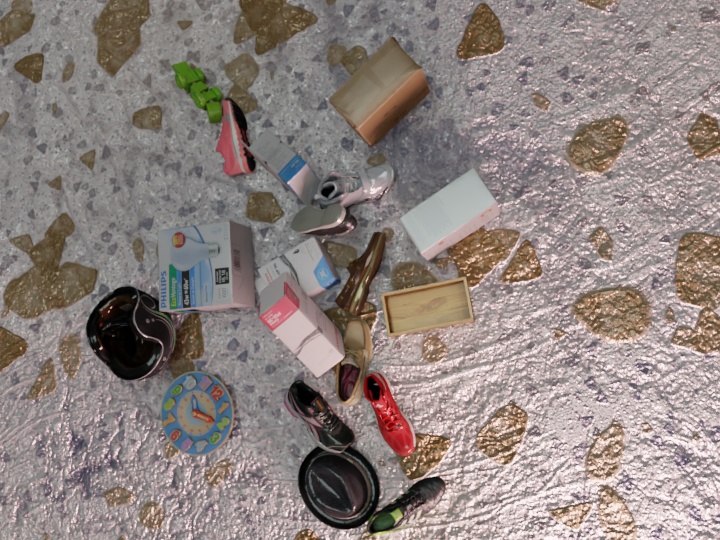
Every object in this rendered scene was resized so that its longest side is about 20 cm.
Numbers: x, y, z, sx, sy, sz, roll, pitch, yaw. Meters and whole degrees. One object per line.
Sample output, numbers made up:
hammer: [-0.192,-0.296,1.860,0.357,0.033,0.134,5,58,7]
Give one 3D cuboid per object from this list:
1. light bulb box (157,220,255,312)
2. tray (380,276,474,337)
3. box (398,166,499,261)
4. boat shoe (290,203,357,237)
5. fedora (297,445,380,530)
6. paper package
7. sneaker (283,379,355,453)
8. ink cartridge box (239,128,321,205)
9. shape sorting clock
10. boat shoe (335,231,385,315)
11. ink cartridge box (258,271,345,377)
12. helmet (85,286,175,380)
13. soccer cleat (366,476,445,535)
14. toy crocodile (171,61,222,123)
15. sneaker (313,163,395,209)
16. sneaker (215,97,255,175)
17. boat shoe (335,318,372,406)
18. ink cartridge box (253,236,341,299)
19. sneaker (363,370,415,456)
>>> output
light bulb box: [-0.369,-0.004,1.749,0.197,0.125,0.201,-7,81,17]
tray: [0.152,0.084,1.660,0.197,0.037,0.100,-12,80,11]
box: [0.200,-0.122,1.627,0.199,0.124,0.098,-33,76,7]
boat shoe: [-0.087,-0.112,1.695,0.199,0.060,0.075,-7,58,48]
fedora: [-0.058,0.485,1.630,0.198,0.092,0.203,-2,83,14]
paper package: [0.047,-0.399,1.666,0.200,0.191,0.104,-44,80,6]
sneaker: [-0.095,0.326,1.649,0.199,0.087,0.080,35,54,15]
ink cartridge box: [-0.186,-0.255,1.729,0.067,0.116,0.200,-46,61,-2]
shape sorting clock: [-0.395,0.344,1.761,0.197,0.039,0.203,-2,82,14]
boat shoe: [0.000,0.000,1.689,0.067,0.072,0.202,22,91,14]
ink cartridge box: [-0.131,0.120,1.626,0.083,0.147,0.200,-38,109,8]
helmet: [-0.534,0.156,1.742,0.198,0.192,0.201,-18,40,16]
soccer cleat: [0.100,0.519,1.593,0.199,0.081,0.068,-35,76,7]
toy crocodile: [-0.414,-0.457,1.860,0.067,0.062,0.200,-31,70,-32]
sneaker: [-0.016,-0.195,1.695,0.198,0.115,0.076,-25,78,10]
sneaker: [-0.326,-0.330,1.812,0.086,0.074,0.203,-16,80,13]
boat shoe: [-0.017,0.209,1.669,0.073,0.066,0.203,3,84,14]
ink cartridge box: [-0.161,0.022,1.728,0.199,0.068,0.117,-30,76,9]
sneaker: [0.053,0.319,1.613,0.078,0.115,0.201,-31,77,8]
